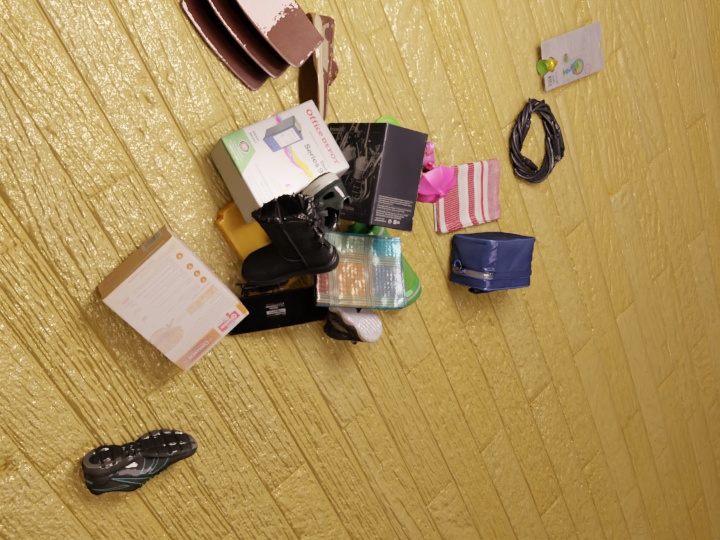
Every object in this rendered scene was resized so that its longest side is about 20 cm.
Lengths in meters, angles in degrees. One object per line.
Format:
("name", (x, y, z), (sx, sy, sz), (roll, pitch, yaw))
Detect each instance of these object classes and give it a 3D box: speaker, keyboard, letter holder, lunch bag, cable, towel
("speaker", (0.051, -0.015, 1.479), (0.089, 0.088, 0.200), (-47, 123, -19))
("keyboard", (-0.161, 0.057, 1.336), (0.198, 0.040, 0.105), (-9, 117, -7))
("letter holder", (-0.187, -0.422, 1.215), (0.142, 0.100, 0.200), (-51, 124, -14))
("lunch bag", (0.297, -0.014, 1.626), (0.199, 0.135, 0.134), (-5, 102, -35))
("cable", (0.417, -0.316, 1.714), (0.163, 0.051, 0.201), (-34, 120, -21))
("towel", (0.000, 0.000, 1.358), (0.198, 0.022, 0.148), (4, 76, -31))
("towel", (0.247, -0.172, 1.629), (0.199, 0.023, 0.145), (-15, 107, -33))

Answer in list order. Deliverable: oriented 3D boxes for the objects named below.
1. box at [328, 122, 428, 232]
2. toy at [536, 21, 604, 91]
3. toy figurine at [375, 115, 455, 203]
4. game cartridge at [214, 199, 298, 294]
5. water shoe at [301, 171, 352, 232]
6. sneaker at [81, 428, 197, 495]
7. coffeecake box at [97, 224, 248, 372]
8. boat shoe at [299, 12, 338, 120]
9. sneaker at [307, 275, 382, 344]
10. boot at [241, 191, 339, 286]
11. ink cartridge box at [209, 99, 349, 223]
("box", (0.015, -0.180, 1.348), (0.103, 0.199, 0.184), (7, 95, -36))
("toy", (0.505, -0.522, 1.730), (0.199, 0.047, 0.116), (-27, 117, -25))
("toy figurine", (0.112, -0.209, 1.422), (0.149, 0.183, 0.202), (-16, 108, -32))
("game cartridge", (-0.161, -0.074, 1.350), (0.176, 0.032, 0.201), (-43, 119, -21))
("water shoe", (-0.085, -0.089, 1.265), (0.071, 0.200, 0.079), (-32, 79, -39))
("sneaker", (-0.386, 0.337, 1.253), (0.198, 0.075, 0.080), (-7, 117, -28))
("coffeecake box", (-0.316, 0.050, 1.213), (0.153, 0.073, 0.200), (-43, 122, -5))
("boat shoe", (-0.069, -0.374, 1.330), (0.071, 0.072, 0.202), (-7, 99, -35))
("sneaker", (-0.052, 0.073, 1.417), (0.200, 0.114, 0.076), (49, 55, -9))
("boot", (-0.140, -0.052, 1.221), (0.163, 0.196, 0.074), (63, 24, -52))
("ink cartridge box", (-0.143, -0.196, 1.273), (0.199, 0.087, 0.146), (-29, 90, -30))
